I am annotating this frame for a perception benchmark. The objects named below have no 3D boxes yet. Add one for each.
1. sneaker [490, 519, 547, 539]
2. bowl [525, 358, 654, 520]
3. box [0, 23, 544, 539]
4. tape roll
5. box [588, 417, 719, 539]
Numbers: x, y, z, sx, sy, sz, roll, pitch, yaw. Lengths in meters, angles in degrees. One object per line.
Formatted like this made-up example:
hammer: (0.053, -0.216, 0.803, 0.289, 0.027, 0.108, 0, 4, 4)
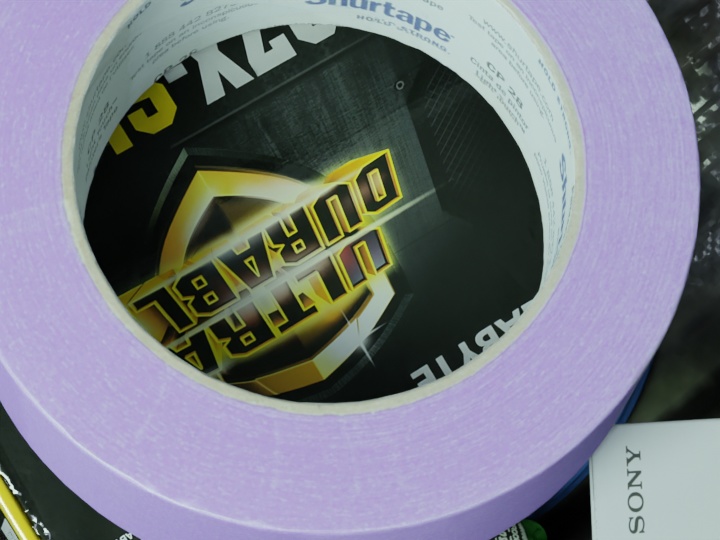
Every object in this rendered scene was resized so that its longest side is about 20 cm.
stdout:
sneaker: (0.013, 0.099, 0.850, 0.200, 0.078, 0.085, 19, 123, -17)
bowl: (0.000, 0.000, 0.893, 0.200, 0.039, 0.201, 3, 99, 20)
box: (-0.039, -0.005, 0.803, 0.200, 0.049, 0.160, -30, 84, -16)
tape roll: (-0.011, -0.019, 0.737, 0.200, 0.066, 0.201, 1, 71, -3)
box: (0.162, 0.107, 0.726, 0.200, 0.036, 0.145, -5, 64, 9)
